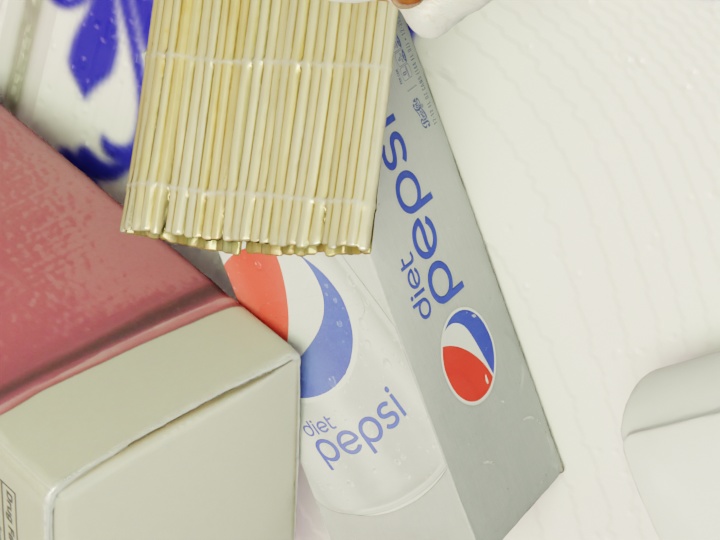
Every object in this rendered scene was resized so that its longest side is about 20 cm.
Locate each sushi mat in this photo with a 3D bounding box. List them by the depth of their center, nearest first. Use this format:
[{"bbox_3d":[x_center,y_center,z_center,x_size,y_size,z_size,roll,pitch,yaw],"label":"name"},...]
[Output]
[{"bbox_3d":[-0.026,-0.105,0.776,0.095,0.012,0.202,3,83,30],"label":"sushi mat"}]

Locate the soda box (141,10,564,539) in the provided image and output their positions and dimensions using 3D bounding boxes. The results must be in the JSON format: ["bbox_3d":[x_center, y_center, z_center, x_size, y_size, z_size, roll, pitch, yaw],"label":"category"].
[{"bbox_3d":[0.000,0.000,0.846,0.063,0.068,0.201,-9,110,36],"label":"soda box"}]

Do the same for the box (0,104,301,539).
[{"bbox_3d":[-0.124,0.044,0.881,0.200,0.109,0.128,38,141,33],"label":"box"}]

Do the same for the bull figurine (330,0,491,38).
[{"bbox_3d":[-0.029,-0.142,0.730,0.199,0.065,0.122,17,103,34],"label":"bull figurine"}]

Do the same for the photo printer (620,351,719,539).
[{"bbox_3d":[0.198,0.085,0.759,0.199,0.069,0.167,-17,104,38],"label":"photo printer"}]
